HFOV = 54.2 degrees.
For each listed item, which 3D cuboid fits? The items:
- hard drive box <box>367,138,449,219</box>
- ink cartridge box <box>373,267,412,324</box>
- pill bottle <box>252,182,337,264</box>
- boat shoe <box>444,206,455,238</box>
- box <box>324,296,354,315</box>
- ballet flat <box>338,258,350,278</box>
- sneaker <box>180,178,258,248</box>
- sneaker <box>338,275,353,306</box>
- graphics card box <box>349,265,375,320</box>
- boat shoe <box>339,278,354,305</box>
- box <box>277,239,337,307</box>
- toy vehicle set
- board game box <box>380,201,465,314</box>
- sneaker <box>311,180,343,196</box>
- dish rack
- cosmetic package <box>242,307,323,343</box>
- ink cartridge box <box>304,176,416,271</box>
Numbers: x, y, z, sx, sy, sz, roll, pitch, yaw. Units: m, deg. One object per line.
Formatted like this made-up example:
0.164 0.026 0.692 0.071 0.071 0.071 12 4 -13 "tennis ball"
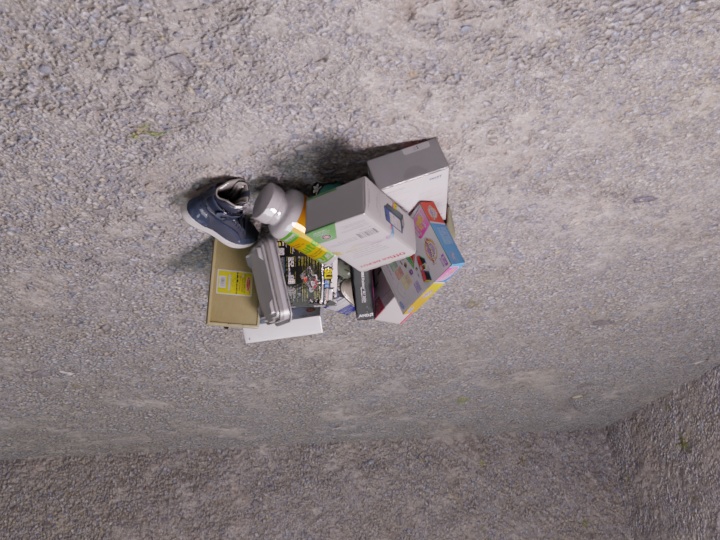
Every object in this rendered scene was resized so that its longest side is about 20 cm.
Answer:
0.101 -0.166 1.477 0.153 0.078 0.201 -18 154 -5 "hard drive box"
0.087 0.004 1.694 0.083 0.204 0.146 10 149 -20 "ink cartridge box"
-0.129 -0.104 1.510 0.198 0.113 0.110 29 138 -30 "pill bottle"
0.179 -0.084 1.586 0.061 0.201 0.072 -12 118 17 "boat shoe"
-0.070 0.071 1.968 0.198 0.033 0.120 18 143 -42 "box"
-0.014 -0.009 1.787 0.196 0.076 0.074 4 151 -23 "ballet flat"
-0.262 -0.121 1.509 0.145 0.078 0.201 -26 149 31 "sneaker"
-0.025 0.045 1.873 0.073 0.090 0.198 -25 147 34 "sneaker"
0.000 0.000 1.656 0.050 0.126 0.204 -6 120 -4 "graphics card box"
0.016 0.071 1.844 0.198 0.068 0.057 23 172 -33 "boat shoe"
-0.132 -0.014 1.647 0.156 0.049 0.204 -3 112 -11 "box"
-0.292 0.031 1.651 0.122 0.205 0.026 7 169 -19 "toy vehicle set"
0.122 -0.024 1.497 0.040 0.155 0.200 -8 153 -37 "board game box"
-0.034 -0.154 1.519 0.072 0.079 0.199 -57 156 9 "sneaker"
-0.210 0.026 1.575 0.043 0.204 0.171 -12 176 -23 "dish rack"
-0.194 0.122 1.801 0.195 0.151 0.053 -8 111 0 "cosmetic package"
0.003 -0.086 1.404 0.143 0.089 0.199 -17 148 29 "ink cartridge box"
